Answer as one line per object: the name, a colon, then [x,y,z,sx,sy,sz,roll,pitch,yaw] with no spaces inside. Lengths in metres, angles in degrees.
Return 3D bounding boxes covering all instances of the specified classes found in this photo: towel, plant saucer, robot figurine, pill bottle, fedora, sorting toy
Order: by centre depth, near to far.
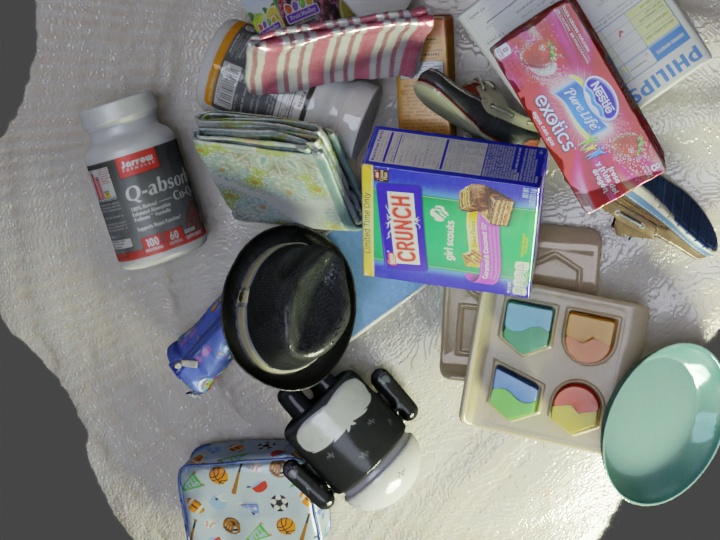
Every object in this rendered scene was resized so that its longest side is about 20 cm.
towel: [-0.026,-0.230,1.299,0.199,0.146,0.030,-11,79,-7]
plant saucer: [0.350,0.177,1.426,0.199,0.036,0.201,-9,108,-29]
pill bottle: [-0.083,-0.209,1.427,0.199,0.116,0.117,22,108,5]
fedora: [-0.066,0.041,1.428,0.091,0.200,0.201,-11,106,59]
towel: [-0.093,-0.113,1.428,0.170,0.200,0.048,8,63,18]
sorting toy: [0.227,0.115,1.436,0.199,0.036,0.186,10,101,8]
sorting toy: [0.193,0.041,1.476,0.184,0.036,0.201,5,101,11]
pill bottle: [-0.271,-0.112,1.493,0.115,0.116,0.201,-14,101,15]
robot figurine: [-0.015,0.206,1.516,0.200,0.125,0.150,46,116,-2]

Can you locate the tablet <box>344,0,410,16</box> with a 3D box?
tablet: [-0.013,-0.364,1.333,0.014,0.130,0.200,-19,122,47]

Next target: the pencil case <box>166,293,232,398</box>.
pencil case: [-0.165,0.070,1.525,0.200,0.087,0.078,-44,78,22]

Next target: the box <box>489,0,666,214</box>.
box: [0.226,-0.173,1.246,0.095,0.100,0.201,-30,97,18]

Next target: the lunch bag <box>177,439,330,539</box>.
lunch bag: [-0.142,0.307,1.595,0.199,0.076,0.161,-5,105,13]

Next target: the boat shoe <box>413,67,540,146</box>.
boat shoe: [0.136,-0.181,1.365,0.200,0.071,0.063,28,94,-41]

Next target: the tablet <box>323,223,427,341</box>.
tablet: [0.000,0.000,1.516,0.200,0.014,0.130,-37,94,17]

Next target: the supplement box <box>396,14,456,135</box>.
supplement box: [0.078,-0.196,1.421,0.068,0.067,0.201,-2,103,13]

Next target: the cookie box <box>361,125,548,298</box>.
cookie box: [0.104,-0.064,1.381,0.199,0.075,0.172,8,134,11]

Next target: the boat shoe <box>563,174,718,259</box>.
boat shoe: [0.323,-0.075,1.402,0.200,0.072,0.072,39,130,-6]

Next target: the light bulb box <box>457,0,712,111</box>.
light bulb box: [0.246,-0.262,1.336,0.198,0.125,0.200,-35,96,18]

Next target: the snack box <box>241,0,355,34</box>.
snack box: [-0.052,-0.339,1.347,0.053,0.200,0.143,-19,101,48]
